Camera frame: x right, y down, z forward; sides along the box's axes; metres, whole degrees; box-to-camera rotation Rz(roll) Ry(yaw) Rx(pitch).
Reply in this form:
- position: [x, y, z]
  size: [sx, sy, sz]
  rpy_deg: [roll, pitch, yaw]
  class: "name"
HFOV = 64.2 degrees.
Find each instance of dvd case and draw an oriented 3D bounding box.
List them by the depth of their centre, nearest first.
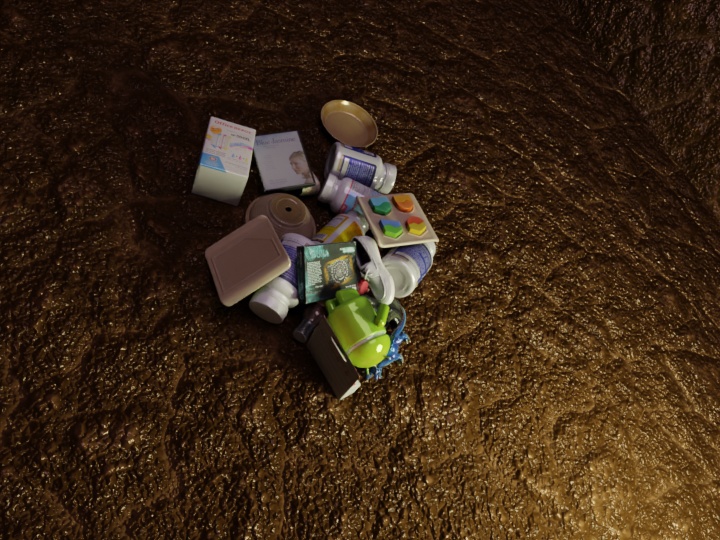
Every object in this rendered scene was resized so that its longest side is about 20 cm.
- position: [-0.217, -0.305, 1.596]
  size: [0.141, 0.018, 0.201]
  rpy_deg: [-12, 62, -15]
  class: "dvd case"

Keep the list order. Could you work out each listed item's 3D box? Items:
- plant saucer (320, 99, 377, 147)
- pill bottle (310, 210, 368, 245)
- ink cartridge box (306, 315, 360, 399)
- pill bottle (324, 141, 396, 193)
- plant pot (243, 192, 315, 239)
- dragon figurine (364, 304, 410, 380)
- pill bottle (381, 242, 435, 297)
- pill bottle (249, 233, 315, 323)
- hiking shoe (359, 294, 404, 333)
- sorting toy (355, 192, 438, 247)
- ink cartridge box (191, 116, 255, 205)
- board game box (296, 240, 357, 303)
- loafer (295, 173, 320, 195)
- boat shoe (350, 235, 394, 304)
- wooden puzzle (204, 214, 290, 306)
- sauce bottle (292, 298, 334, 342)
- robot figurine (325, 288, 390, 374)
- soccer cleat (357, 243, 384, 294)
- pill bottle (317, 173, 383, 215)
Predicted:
- position: [-0.041, -0.468, 1.867]
  size: [0.199, 0.035, 0.202]
  rpy_deg: [13, 55, -19]
  class: "plant saucer"
- position: [-0.061, -0.079, 1.555]
  size: [0.109, 0.109, 0.200]
  rpy_deg: [41, 51, 3]
  class: "pill bottle"
- position: [-0.051, 0.197, 1.321]
  size: [0.050, 0.200, 0.162]
  rpy_deg: [-25, 73, -28]
  class: "ink cartridge box"
- position: [0.001, -0.300, 1.724]
  size: [0.198, 0.120, 0.121]
  rpy_deg: [15, 54, -18]
  class: "pill bottle"
- position: [-0.205, -0.137, 1.531]
  size: [0.199, 0.093, 0.202]
  rpy_deg: [13, 56, -19]
  class: "plant pot"
- position: [0.071, 0.183, 1.440]
  size: [0.099, 0.059, 0.202]
  rpy_deg: [17, 90, -50]
  class: "dragon figurine"
- position: [0.132, -0.024, 1.595]
  size: [0.120, 0.120, 0.200]
  rpy_deg: [41, 41, 3]
  class: "pill bottle"
- position: [-0.185, 0.021, 1.402]
  size: [0.119, 0.120, 0.201]
  rpy_deg: [30, 61, -6]
  class: "pill bottle"
- position: [0.028, 0.122, 1.491]
  size: [0.198, 0.076, 0.101]
  rpy_deg: [1, 56, -27]
  class: "hiking shoe"
- position: [0.103, -0.146, 1.571]
  size: [0.198, 0.037, 0.186]
  rpy_deg: [-5, 52, -27]
  class: "sorting toy"
- position: [-0.363, -0.301, 1.535]
  size: [0.128, 0.125, 0.201]
  rpy_deg: [14, 55, -19]
  class: "ink cartridge box"
- position: [-0.078, 0.001, 1.409]
  size: [0.199, 0.028, 0.137]
  rpy_deg: [-8, 99, -52]
  class: "board game box"
- position: [-0.197, -0.294, 1.648]
  size: [0.200, 0.076, 0.068]
  rpy_deg: [48, 45, 8]
  class: "loafer"
- position: [0.027, -0.004, 1.481]
  size: [0.068, 0.072, 0.201]
  rpy_deg: [5, 61, -44]
  class: "boat shoe"
- position: [-0.270, -0.025, 1.373]
  size: [0.184, 0.037, 0.200]
  rpy_deg: [-33, 48, -1]
  class: "wooden puzzle"
- position: [-0.105, 0.096, 1.447]
  size: [0.065, 0.065, 0.200]
  rpy_deg: [37, 50, 0]
  class: "sauce bottle"
- position: [-0.006, 0.143, 1.374]
  size: [0.115, 0.175, 0.201]
  rpy_deg: [-5, 59, -52]
  class: "robot figurine"
- position: [0.000, 0.000, 1.575]
  size: [0.076, 0.067, 0.201]
  rpy_deg: [13, 54, 20]
  class: "soccer cleat"
- position: [-0.017, -0.199, 1.656]
  size: [0.199, 0.109, 0.109]
  rpy_deg: [24, 52, -11]
  class: "pill bottle"
